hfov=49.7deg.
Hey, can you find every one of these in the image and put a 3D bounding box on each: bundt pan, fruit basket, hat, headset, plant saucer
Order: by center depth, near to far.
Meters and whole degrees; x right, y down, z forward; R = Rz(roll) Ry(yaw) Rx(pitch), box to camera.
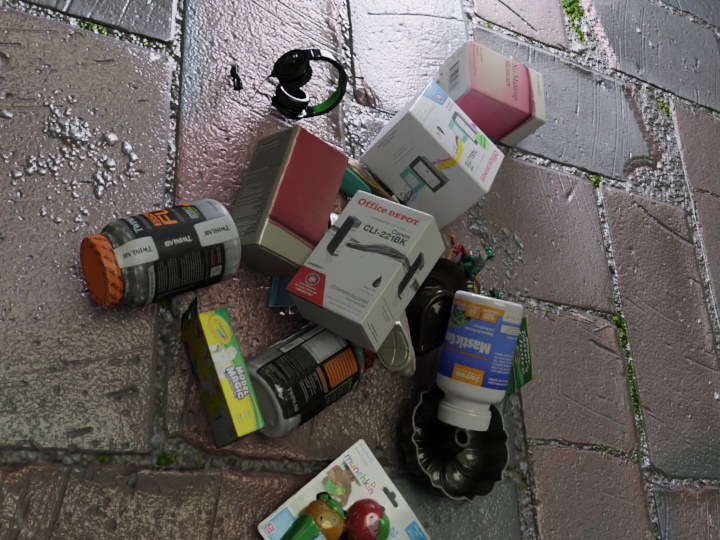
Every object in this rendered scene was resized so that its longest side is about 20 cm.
[{"bbox_3d":[-0.018,0.376,1.106,0.199,0.094,0.186,-35,90,-18],"label":"fruit basket"},{"bbox_3d":[-0.048,0.024,1.215,0.019,0.198,0.071,51,39,-55],"label":"plant saucer"},{"bbox_3d":[0.109,0.080,1.270,0.199,0.203,0.081,6,22,-31],"label":"hat"},{"bbox_3d":[0.147,0.282,1.278,0.200,0.076,0.204,14,63,-28],"label":"bundt pan"},{"bbox_3d":[-0.124,-0.330,1.352,0.197,0.124,0.095,-7,48,-16],"label":"headset"}]

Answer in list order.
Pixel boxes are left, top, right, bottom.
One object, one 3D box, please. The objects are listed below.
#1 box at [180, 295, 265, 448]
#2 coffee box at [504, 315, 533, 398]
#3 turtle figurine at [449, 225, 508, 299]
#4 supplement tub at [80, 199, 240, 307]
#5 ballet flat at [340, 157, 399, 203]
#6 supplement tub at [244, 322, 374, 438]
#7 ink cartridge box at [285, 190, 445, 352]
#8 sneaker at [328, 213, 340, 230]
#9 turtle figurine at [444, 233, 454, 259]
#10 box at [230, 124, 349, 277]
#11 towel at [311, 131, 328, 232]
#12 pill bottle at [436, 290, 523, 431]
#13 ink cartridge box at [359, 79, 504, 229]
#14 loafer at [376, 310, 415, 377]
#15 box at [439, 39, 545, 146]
[{"bbox_3d":[-0.200,0.139,1.091,0.048,0.117,0.202,-17,80,-30],"label":"box"},{"bbox_3d":[0.256,0.145,1.352,0.199,0.043,0.125,-2,87,-65],"label":"coffee box"},{"bbox_3d":[0.211,0.030,1.418,0.150,0.099,0.202,52,41,-56],"label":"turtle figurine"},{"bbox_3d":[-0.281,-0.023,1.096,0.199,0.122,0.124,-19,81,-37],"label":"supplement tub"},{"bbox_3d":[0.025,-0.130,1.394,0.200,0.068,0.072,43,33,-5],"label":"ballet flat"},{"bbox_3d":[-0.079,0.151,1.161,0.199,0.122,0.123,-28,86,-38],"label":"supplement tub"},{"bbox_3d":[0.010,-0.004,1.138,0.201,0.143,0.084,-54,146,-21],"label":"ink cartridge box"},{"bbox_3d":[0.000,0.000,1.302,0.119,0.084,0.202,5,63,-22],"label":"sneaker"},{"bbox_3d":[0.086,0.002,1.320,0.199,0.064,0.163,7,101,-57],"label":"turtle figurine"},{"bbox_3d":[-0.118,-0.103,1.204,0.108,0.127,0.202,28,71,-33],"label":"box"},{"bbox_3d":[-0.105,-0.136,1.307,0.085,0.018,0.202,-8,71,1],"label":"towel"},{"bbox_3d":[0.180,0.140,1.210,0.111,0.112,0.203,13,90,-28],"label":"pill bottle"},{"bbox_3d":[0.134,-0.206,1.420,0.200,0.146,0.147,44,41,-10],"label":"ink cartridge box"},{"bbox_3d":[0.040,0.073,1.201,0.063,0.071,0.202,50,22,-56],"label":"loafer"},{"bbox_3d":[0.270,-0.362,1.602,0.198,0.109,0.129,15,62,-26],"label":"box"}]
